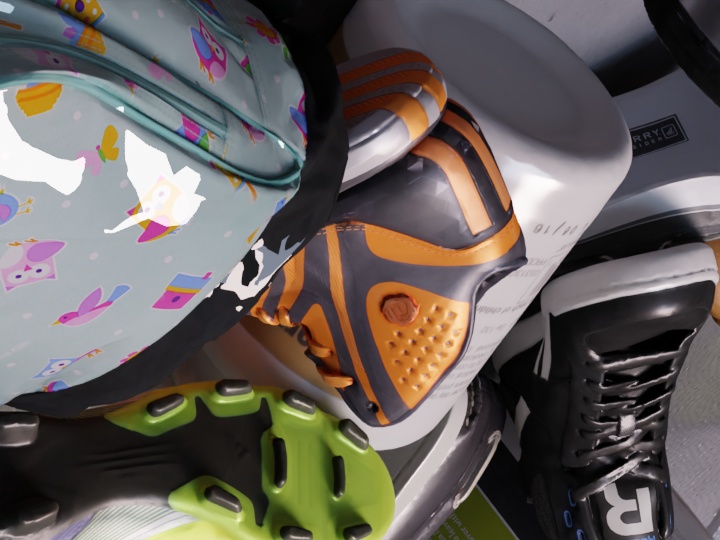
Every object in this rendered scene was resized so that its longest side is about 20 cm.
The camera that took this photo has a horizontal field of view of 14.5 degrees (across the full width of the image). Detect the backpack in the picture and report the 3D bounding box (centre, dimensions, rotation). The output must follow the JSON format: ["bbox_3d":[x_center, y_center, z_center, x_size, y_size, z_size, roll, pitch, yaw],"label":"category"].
[{"bbox_3d":[-0.105,-0.041,0.799,0.167,0.127,0.200,-43,144,12],"label":"backpack"}]

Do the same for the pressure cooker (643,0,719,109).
[{"bbox_3d":[0.219,-0.135,1.027,0.200,0.178,0.176,-53,-173,25],"label":"pressure cooker"}]

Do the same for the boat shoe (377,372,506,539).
[{"bbox_3d":[-0.012,0.117,1.235,0.200,0.074,0.060,-54,144,10],"label":"boat shoe"}]

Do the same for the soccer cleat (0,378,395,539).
[{"bbox_3d":[-0.083,0.078,0.963,0.199,0.065,0.084,1,157,-32],"label":"soccer cleat"}]

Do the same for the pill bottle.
[{"bbox_3d":[0.000,0.000,1.032,0.114,0.114,0.200,1,133,-48],"label":"pill bottle"}]

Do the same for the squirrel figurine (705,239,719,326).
[{"bbox_3d":[0.226,0.006,1.216,0.141,0.187,0.201,-12,142,-37],"label":"squirrel figurine"}]

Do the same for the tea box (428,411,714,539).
[{"bbox_3d":[0.069,0.179,1.343,0.196,0.134,0.200,-35,151,-4],"label":"tea box"}]

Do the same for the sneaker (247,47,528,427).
[{"bbox_3d":[-0.034,0.007,0.939,0.199,0.112,0.078,-15,-150,34],"label":"sneaker"}]

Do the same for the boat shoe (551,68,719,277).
[{"bbox_3d":[0.132,-0.042,1.148,0.199,0.069,0.057,-12,151,-6],"label":"boat shoe"}]

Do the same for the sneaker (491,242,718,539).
[{"bbox_3d":[0.113,0.061,1.174,0.073,0.113,0.200,-11,170,-12],"label":"sneaker"}]
